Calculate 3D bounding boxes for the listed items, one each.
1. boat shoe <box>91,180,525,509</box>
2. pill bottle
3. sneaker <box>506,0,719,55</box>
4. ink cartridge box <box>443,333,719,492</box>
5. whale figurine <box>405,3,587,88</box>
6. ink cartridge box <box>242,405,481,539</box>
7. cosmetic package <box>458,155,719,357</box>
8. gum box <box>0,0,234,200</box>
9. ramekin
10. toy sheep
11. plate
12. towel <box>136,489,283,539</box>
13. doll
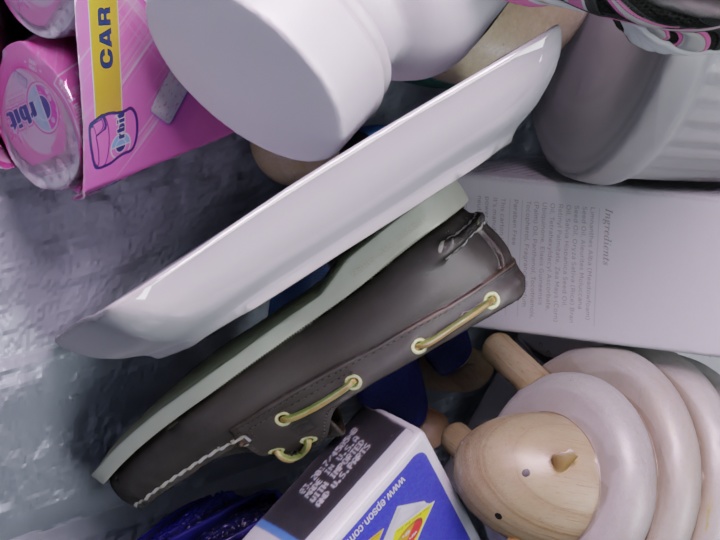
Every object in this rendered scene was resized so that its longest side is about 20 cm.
[{"bbox_3d":[-0.023,0.044,1.145,0.201,0.061,0.072,-38,-175,12],"label":"boat shoe"},{"bbox_3d":[0.014,-0.142,1.020,0.200,0.119,0.120,-51,139,-25],"label":"pill bottle"},{"bbox_3d":[0.128,-0.112,0.998,0.200,0.086,0.081,-6,106,-46],"label":"sneaker"},{"bbox_3d":[0.150,0.048,1.365,0.144,0.084,0.200,9,115,-50],"label":"ink cartridge box"},{"bbox_3d":[0.029,-0.176,1.163,0.159,0.104,0.201,-5,87,-39],"label":"whale figurine"},{"bbox_3d":[-0.015,0.192,1.192,0.198,0.047,0.200,-48,139,-20],"label":"ink cartridge box"},{"bbox_3d":[0.139,-0.006,1.219,0.101,0.200,0.071,-12,106,-60],"label":"cosmetic package"},{"bbox_3d":[-0.090,-0.134,1.047,0.113,0.066,0.201,-26,125,-42],"label":"gum box"},{"bbox_3d":[0.150,-0.130,1.179,0.094,0.202,0.203,10,101,-16],"label":"ramekin"},{"bbox_3d":[0.121,0.092,1.218,0.200,0.138,0.138,3,105,-40],"label":"toy sheep"},{"bbox_3d":[-0.020,-0.019,1.061,0.200,0.200,0.032,-33,92,-13],"label":"plate"},{"bbox_3d":[-0.082,0.205,1.237,0.148,0.050,0.200,-31,129,-28],"label":"towel"},{"bbox_3d":[0.000,0.000,1.230,0.137,0.048,0.200,-52,139,-26],"label":"doll"}]
